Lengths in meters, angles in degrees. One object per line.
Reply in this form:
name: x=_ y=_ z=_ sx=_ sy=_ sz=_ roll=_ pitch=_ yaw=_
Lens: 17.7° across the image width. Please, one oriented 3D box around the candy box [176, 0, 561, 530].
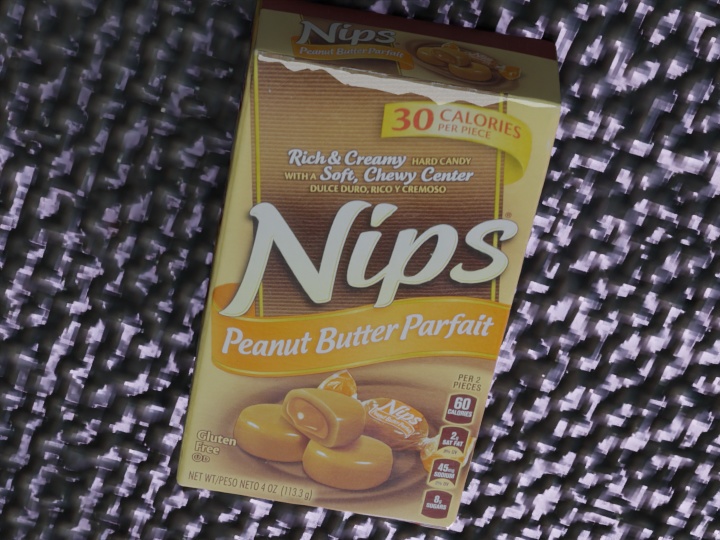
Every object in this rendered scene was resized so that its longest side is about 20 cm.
candy box: x=0.000 y=0.000 z=0.894 sx=0.115 sy=0.055 sz=0.201 roll=9 pitch=123 yaw=-5
